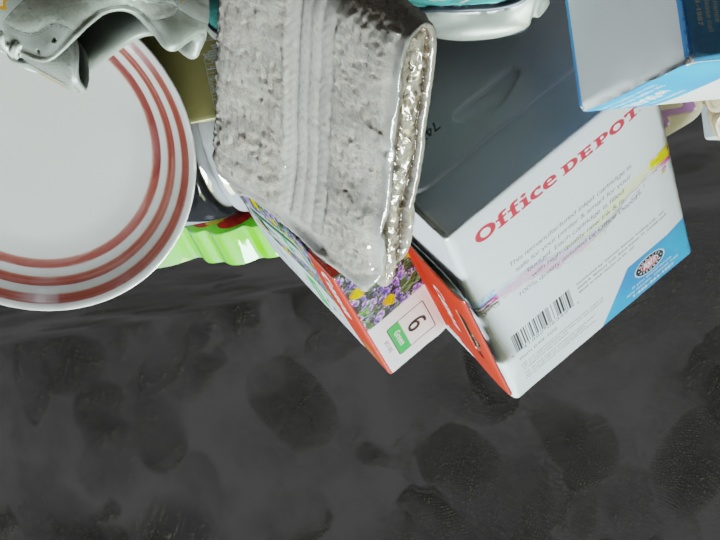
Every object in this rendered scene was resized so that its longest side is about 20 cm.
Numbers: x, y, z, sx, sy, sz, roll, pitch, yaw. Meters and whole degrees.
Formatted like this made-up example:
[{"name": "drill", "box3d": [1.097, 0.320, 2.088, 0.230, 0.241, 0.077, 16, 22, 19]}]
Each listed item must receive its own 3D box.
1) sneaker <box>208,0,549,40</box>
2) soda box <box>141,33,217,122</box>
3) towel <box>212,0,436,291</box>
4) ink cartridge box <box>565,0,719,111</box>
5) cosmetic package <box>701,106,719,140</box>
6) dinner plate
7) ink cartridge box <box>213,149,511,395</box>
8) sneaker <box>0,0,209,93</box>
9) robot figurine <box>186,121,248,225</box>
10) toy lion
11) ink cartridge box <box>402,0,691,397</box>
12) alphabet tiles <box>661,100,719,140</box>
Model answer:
[{"name": "sneaker", "box3d": [0.003, -0.162, 0.978, 0.199, 0.078, 0.080, -7, 149, 23]}, {"name": "soda box", "box3d": [-0.154, -0.110, 1.093, 0.199, 0.064, 0.068, -8, -171, 14]}, {"name": "towel", "box3d": [-0.024, -0.083, 0.957, 0.034, 0.132, 0.201, -37, 151, -30]}, {"name": "ink cartridge box", "box3d": [0.213, -0.157, 0.919, 0.199, 0.130, 0.125, -6, 175, -18]}, {"name": "cosmetic package", "box3d": [0.324, -0.157, 1.277, 0.071, 0.102, 0.199, -3, 172, -39]}, {"name": "dinner plate", "box3d": [-0.187, -0.070, 1.051, 0.199, 0.201, 0.024, -9, -154, 14]}, {"name": "ink cartridge box", "box3d": [0.000, 0.000, 1.091, 0.050, 0.200, 0.109, -38, 142, -6]}, {"name": "sneaker", "box3d": [-0.165, -0.126, 0.879, 0.198, 0.093, 0.076, -8, 176, 5]}, {"name": "robot figurine", "box3d": [-0.132, -0.085, 1.201, 0.199, 0.151, 0.125, -10, 163, 15]}, {"name": "toy lion", "box3d": [-0.080, -0.057, 1.284, 0.199, 0.069, 0.192, -25, -152, 5]}, {"name": "ink cartridge box", "box3d": [0.082, -0.058, 1.083, 0.146, 0.146, 0.200, -39, 148, -7]}, {"name": "alphabet tiles", "box3d": [0.235, -0.147, 1.101, 0.195, 0.015, 0.200, -31, 147, 5]}]
